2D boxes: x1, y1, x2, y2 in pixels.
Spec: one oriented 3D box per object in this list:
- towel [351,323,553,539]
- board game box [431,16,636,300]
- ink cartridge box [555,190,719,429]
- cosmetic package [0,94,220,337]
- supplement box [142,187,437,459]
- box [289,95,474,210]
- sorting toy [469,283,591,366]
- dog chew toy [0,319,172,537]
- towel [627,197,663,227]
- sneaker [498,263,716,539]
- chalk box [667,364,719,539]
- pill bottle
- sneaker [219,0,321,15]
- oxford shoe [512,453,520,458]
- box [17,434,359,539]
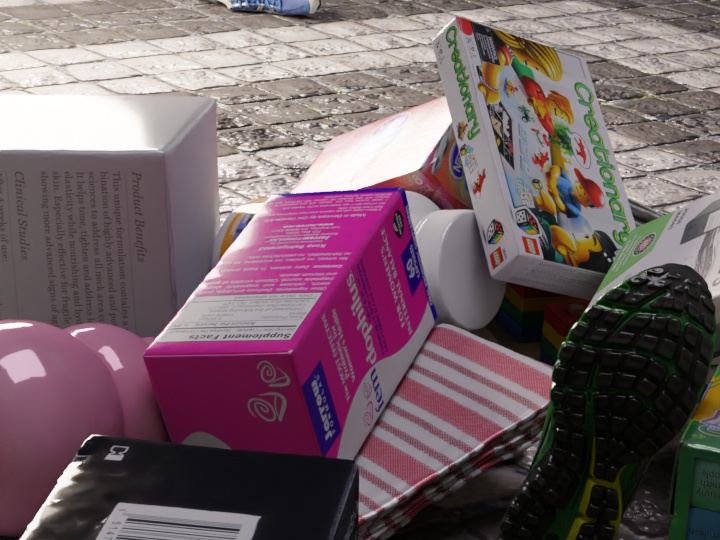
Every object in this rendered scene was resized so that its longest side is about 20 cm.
[{"bbox_3d":[0.023,0.101,1.147,0.199,0.030,0.146,-29,31,-25],"label":"towel"},{"bbox_3d":[0.126,-0.076,1.309,0.126,0.035,0.201,12,53,-36],"label":"board game box"},{"bbox_3d":[0.240,0.014,1.179,0.200,0.084,0.146,-28,20,47],"label":"ink cartridge box"},{"bbox_3d":[-0.210,-0.026,1.330,0.199,0.168,0.166,1,18,7],"label":"cosmetic package"},{"bbox_3d":[-0.038,0.040,1.149,0.103,0.102,0.200,-2,30,25],"label":"supplement box"},{"bbox_3d":[0.040,-0.057,1.422,0.200,0.103,0.095,-16,34,56],"label":"box"},{"bbox_3d":[0.200,0.038,1.380,0.198,0.070,0.200,-2,19,-16],"label":"sorting toy"},{"bbox_3d":[-0.167,0.085,1.116,0.124,0.125,0.200,17,15,35],"label":"dog chew toy"},{"bbox_3d":[0.161,-0.057,1.550,0.171,0.048,0.200,28,0,-3],"label":"towel"},{"bbox_3d":[0.136,0.081,1.048,0.078,0.201,0.085,28,21,7],"label":"sneaker"},{"bbox_3d":[0.234,0.137,1.011,0.124,0.125,0.200,9,19,17],"label":"chalk box"},{"bbox_3d":[0.000,0.000,1.326,0.199,0.113,0.112,-2,12,39],"label":"pill bottle"},{"bbox_3d":[-0.140,-0.378,2.560,0.199,0.076,0.077,17,45,35],"label":"sneaker"},{"bbox_3d":[0.027,0.074,1.266,0.199,0.058,0.075,15,24,34],"label":"oxford shoe"},{"bbox_3d":[-0.071,0.192,0.683,0.117,0.201,0.197,5,19,7],"label":"box"}]
